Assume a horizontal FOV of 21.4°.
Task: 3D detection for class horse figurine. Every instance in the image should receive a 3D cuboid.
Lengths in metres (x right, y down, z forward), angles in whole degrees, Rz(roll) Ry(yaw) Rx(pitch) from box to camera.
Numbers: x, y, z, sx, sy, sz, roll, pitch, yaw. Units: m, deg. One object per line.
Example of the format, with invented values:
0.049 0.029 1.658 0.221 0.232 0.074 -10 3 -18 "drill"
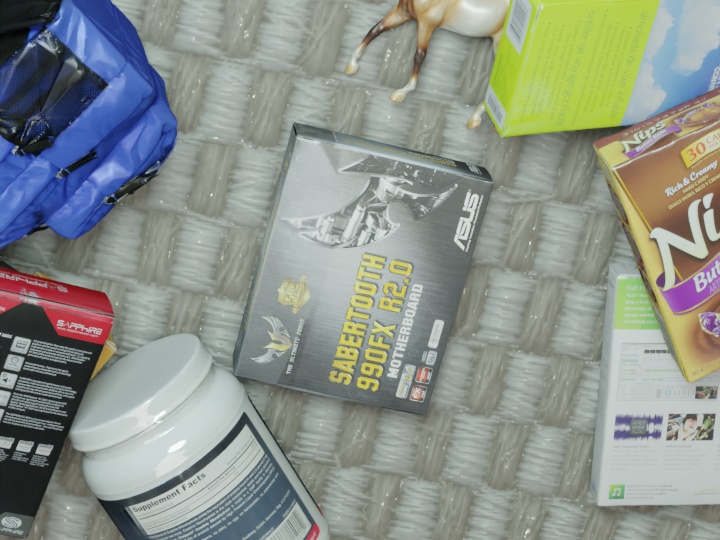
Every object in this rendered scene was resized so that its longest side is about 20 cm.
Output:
0.082 -0.176 1.423 0.199 0.050 0.133 21 110 -11 "horse figurine"

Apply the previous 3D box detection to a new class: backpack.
-0.241 -0.101 1.356 0.200 0.163 0.168 -40 111 7 "backpack"

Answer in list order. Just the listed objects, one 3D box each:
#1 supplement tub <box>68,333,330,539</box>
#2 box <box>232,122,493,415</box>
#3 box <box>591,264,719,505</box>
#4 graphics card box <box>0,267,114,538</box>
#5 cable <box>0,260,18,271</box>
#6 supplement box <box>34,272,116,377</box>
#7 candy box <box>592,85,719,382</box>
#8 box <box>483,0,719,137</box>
-0.126 0.164 1.469 0.140 0.140 0.200 -29 109 5 "supplement tub"
0.000 0.000 1.474 0.158 0.048 0.201 13 107 -11 "box"
0.265 0.093 1.533 0.144 0.036 0.201 1 110 -6 "box"
-0.272 0.094 1.390 0.125 0.051 0.201 14 112 -24 "graphics card box"
-0.334 -0.027 1.446 0.199 0.050 0.097 21 98 -25 "cable"
-0.276 0.100 1.461 0.066 0.069 0.200 33 107 -34 "supplement box"
0.261 -0.027 1.423 0.116 0.057 0.200 -24 116 1 "candy box"
0.198 -0.161 1.378 0.199 0.048 0.122 -7 136 -20 "box"
